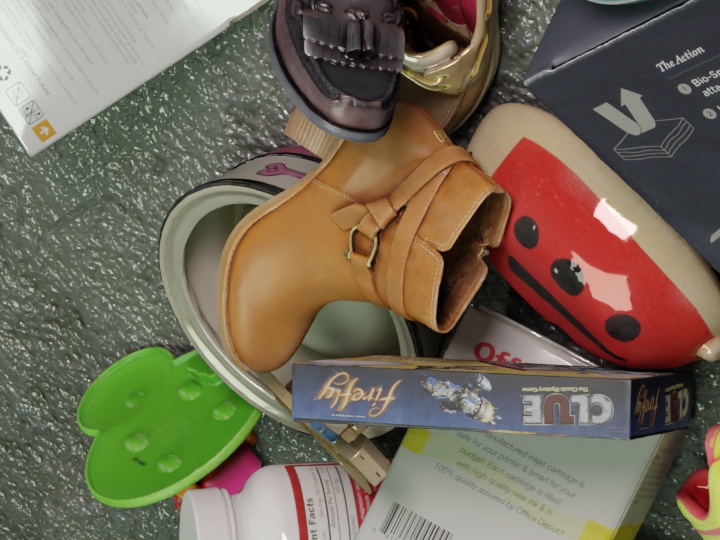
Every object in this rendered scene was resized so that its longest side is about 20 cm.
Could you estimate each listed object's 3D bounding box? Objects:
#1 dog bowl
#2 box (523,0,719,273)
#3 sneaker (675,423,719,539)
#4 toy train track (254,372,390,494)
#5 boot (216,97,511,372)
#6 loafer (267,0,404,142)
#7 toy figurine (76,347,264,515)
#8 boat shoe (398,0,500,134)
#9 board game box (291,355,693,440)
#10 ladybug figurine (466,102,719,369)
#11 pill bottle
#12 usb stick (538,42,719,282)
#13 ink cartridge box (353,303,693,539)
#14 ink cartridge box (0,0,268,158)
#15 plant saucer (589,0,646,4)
[{"bbox_3d":[-0.028,0.009,1.819,0.199,0.074,0.201,24,138,23],"label":"dog bowl"},{"bbox_3d":[0.226,-0.101,1.438,0.200,0.118,0.196,42,143,-20],"label":"box"},{"bbox_3d":[0.245,0.118,1.683,0.090,0.078,0.200,41,142,5],"label":"sneaker"},{"bbox_3d":[-0.013,0.093,1.741,0.115,0.033,0.200,48,175,-16],"label":"toy train track"},{"bbox_3d":[0.000,0.000,1.650,0.154,0.073,0.201,36,118,36],"label":"boot"},{"bbox_3d":[-0.012,-0.151,1.581,0.071,0.201,0.063,12,125,-16],"label":"loafer"},{"bbox_3d":[-0.091,0.160,1.987,0.200,0.150,0.184,22,152,57],"label":"toy figurine"},{"bbox_3d":[0.041,-0.141,1.625,0.073,0.069,0.201,30,139,15],"label":"boat shoe"},{"bbox_3d":[0.077,0.072,1.633,0.199,0.135,0.035,2,91,22],"label":"board game box"},{"bbox_3d":[0.128,-0.011,1.634,0.200,0.072,0.136,42,161,25],"label":"ladybug figurine"},{"bbox_3d":[-0.013,0.179,1.853,0.198,0.113,0.113,-2,138,-12],"label":"pill bottle"},{"bbox_3d":[0.170,-0.055,1.625,0.201,0.033,0.055,55,148,-14],"label":"usb stick"},{"bbox_3d":[0.094,0.142,1.740,0.145,0.201,0.083,28,-177,17],"label":"ink cartridge box"},{"bbox_3d":[-0.174,-0.203,1.731,0.199,0.047,0.198,-32,101,12],"label":"ink cartridge box"},{"bbox_3d":[0.161,-0.218,1.382,0.027,0.202,0.200,23,151,-30],"label":"plant saucer"}]
